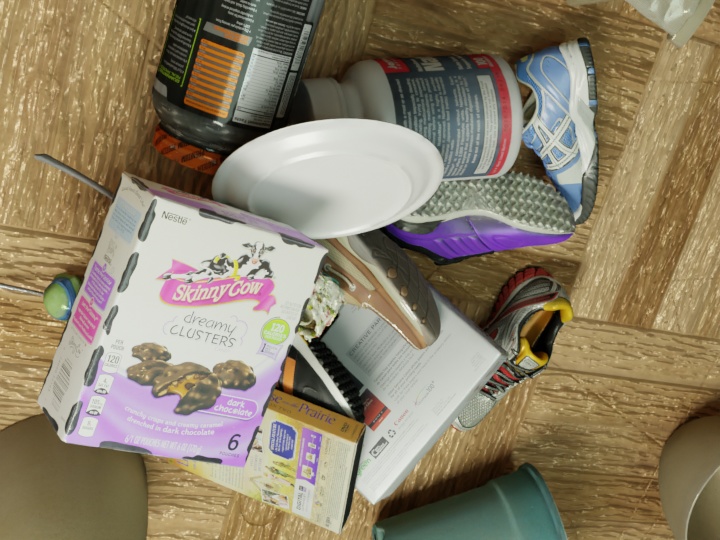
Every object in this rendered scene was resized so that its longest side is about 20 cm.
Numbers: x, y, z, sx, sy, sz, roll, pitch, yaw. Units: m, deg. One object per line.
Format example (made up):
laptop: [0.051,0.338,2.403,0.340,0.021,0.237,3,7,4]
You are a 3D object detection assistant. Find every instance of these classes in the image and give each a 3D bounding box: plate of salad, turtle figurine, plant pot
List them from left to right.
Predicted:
plant pot: [-0.277,0.266,1.007,0.186,0.200,0.189,-9,115,-19]
turtle figurine: [-0.216,-0.011,0.965,0.193,0.199,0.145,8,105,-50]
plate of salad: [-0.028,-0.082,0.913,0.198,0.048,0.200,-6,156,-3]
plant pot: [0.122,0.340,1.214,0.194,0.200,0.202,-12,117,-8]
plant pot: [0.452,0.259,1.332,0.198,0.135,0.202,-8,116,-17]

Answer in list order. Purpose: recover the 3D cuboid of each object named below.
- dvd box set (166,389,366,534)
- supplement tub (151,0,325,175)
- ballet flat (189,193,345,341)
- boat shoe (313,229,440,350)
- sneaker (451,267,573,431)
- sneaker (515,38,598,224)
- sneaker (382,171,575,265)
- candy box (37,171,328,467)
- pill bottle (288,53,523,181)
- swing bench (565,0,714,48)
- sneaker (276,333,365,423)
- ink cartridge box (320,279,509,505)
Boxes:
dvd box set: [-0.097,0.170,1.045,0.198,0.029,0.147,19,132,12]
supplement tub: [-0.107,-0.189,0.918,0.122,0.123,0.201,12,109,-26]
ballet flat: [-0.090,0.004,0.953,0.199,0.075,0.064,32,65,-35]
boat shoe: [0.000,0.000,1.043,0.072,0.076,0.200,-42,82,25]
sneaker: [0.157,0.093,1.172,0.077,0.082,0.201,27,102,-29]
sneaker: [0.204,-0.139,1.095,0.076,0.076,0.201,-5,120,9]
sneaker: [0.115,-0.046,1.092,0.198,0.070,0.100,6,142,-6]
candy box: [-0.140,0.044,0.856,0.167,0.071,0.201,16,99,-37]
pill bottle: [0.039,-0.139,0.999,0.198,0.120,0.121,-7,115,-19]
swing bench: [0.202,-0.317,0.938,0.198,0.200,0.130,28,101,-29]
sneaker: [-0.081,0.094,1.047,0.090,0.070,0.200,-41,83,8]
ink cartridge box: [0.022,0.104,1.103,0.175,0.084,0.200,42,95,13]
